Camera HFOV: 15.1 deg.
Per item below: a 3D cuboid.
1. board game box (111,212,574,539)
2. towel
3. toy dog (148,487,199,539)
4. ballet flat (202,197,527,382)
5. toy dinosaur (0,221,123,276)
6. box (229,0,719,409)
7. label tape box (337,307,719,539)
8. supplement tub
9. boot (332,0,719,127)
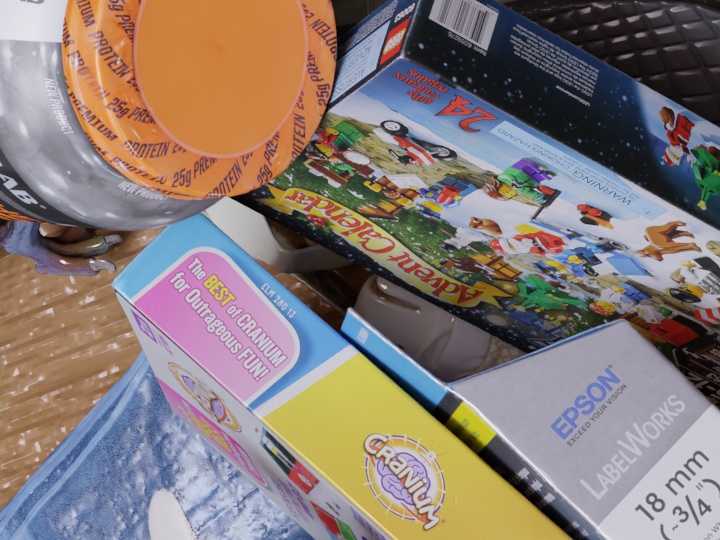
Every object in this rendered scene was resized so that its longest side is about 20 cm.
[{"bbox_3d":[0.006,0.077,0.954,0.200,0.153,0.040,41,79,15],"label":"board game box"},{"bbox_3d":[-0.101,0.128,1.087,0.200,0.049,0.112,-46,73,14],"label":"towel"},{"bbox_3d":[-0.029,0.127,0.943,0.200,0.132,0.096,-19,42,57],"label":"toy dog"},{"bbox_3d":[0.000,0.000,1.040,0.200,0.062,0.068,34,125,21],"label":"ballet flat"},{"bbox_3d":[-0.147,-0.076,1.057,0.105,0.200,0.182,16,138,33],"label":"toy dinosaur"},{"bbox_3d":[0.070,-0.018,0.930,0.137,0.200,0.038,-33,34,57],"label":"box"},{"bbox_3d":[0.083,0.072,0.935,0.200,0.144,0.063,44,79,4],"label":"label tape box"},{"bbox_3d":[-0.106,-0.077,0.921,0.200,0.122,0.123,6,90,51],"label":"supplement tub"},{"bbox_3d":[0.056,-0.103,0.996,0.199,0.132,0.070,-1,130,15],"label":"boot"}]
